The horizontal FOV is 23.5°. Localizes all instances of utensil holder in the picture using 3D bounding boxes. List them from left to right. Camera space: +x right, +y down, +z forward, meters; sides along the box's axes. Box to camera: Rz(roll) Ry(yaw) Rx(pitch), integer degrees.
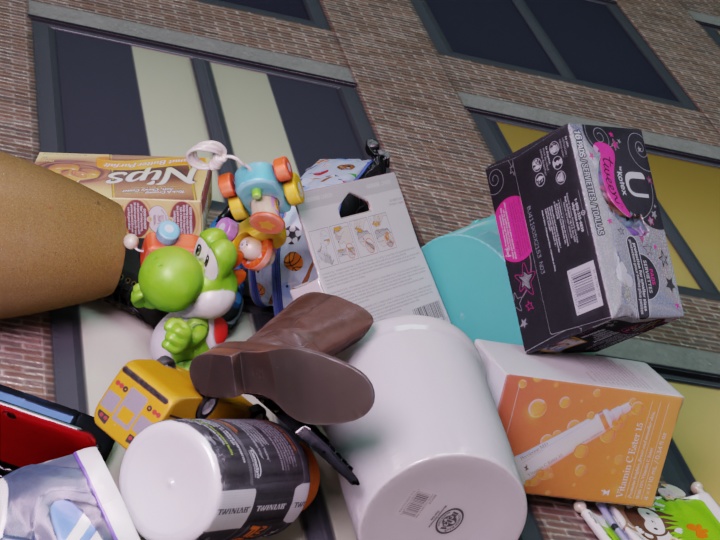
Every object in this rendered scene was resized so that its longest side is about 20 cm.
[{"bbox_3d":[0.057,0.168,1.601,0.169,0.171,0.201,9,31,-19],"label":"utensil holder"}]

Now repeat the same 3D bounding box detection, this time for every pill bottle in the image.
[{"bbox_3d":[-0.112,0.182,1.502,0.106,0.107,0.200,34,12,26],"label":"pill bottle"}]

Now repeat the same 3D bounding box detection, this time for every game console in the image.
[{"bbox_3d":[-0.314,0.114,1.509,0.198,0.119,0.173,19,27,-1],"label":"game console"}]

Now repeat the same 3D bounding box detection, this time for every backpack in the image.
[{"bbox_3d":[-0.042,-0.023,1.865,0.153,0.202,0.191,-4,17,11],"label":"backpack"}]

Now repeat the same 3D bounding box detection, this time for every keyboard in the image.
[{"bbox_3d":[-0.049,0.132,1.558,0.104,0.040,0.200,43,-6,-14],"label":"keyboard"}]

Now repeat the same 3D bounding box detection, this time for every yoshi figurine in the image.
[{"bbox_3d":[-0.180,0.049,1.626,0.112,0.201,0.112,26,29,10],"label":"yoshi figurine"}]

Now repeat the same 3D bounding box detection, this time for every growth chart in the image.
[{"bbox_3d":[0.310,0.263,1.755,0.199,0.018,0.145,-1,33,-36],"label":"growth chart"}]

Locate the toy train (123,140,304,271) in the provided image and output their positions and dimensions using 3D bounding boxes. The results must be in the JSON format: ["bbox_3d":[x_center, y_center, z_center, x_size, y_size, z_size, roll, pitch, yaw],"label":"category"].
[{"bbox_3d":[-0.135,-0.039,1.642,0.149,0.200,0.056,6,56,-22],"label":"toy train"}]

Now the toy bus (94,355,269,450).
[{"bbox_3d":[-0.157,0.132,1.569,0.065,0.079,0.200,33,1,23],"label":"toy bus"}]

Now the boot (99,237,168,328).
[{"bbox_3d":[-0.250,0.025,1.779,0.137,0.078,0.200,3,20,-18],"label":"boot"}]

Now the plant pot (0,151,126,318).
[{"bbox_3d":[-0.336,-0.029,1.684,0.198,0.188,0.187,7,29,-24],"label":"plant pot"}]

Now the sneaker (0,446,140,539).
[{"bbox_3d":[-0.241,0.251,1.378,0.145,0.081,0.201,-23,70,-12],"label":"sneaker"}]

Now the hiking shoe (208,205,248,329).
[{"bbox_3d":[-0.153,-0.011,1.875,0.074,0.087,0.200,15,27,-7],"label":"hiking shoe"}]

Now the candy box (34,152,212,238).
[{"bbox_3d":[-0.268,-0.082,1.916,0.198,0.056,0.116,3,28,0],"label":"candy box"}]

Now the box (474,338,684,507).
[{"bbox_3d":[0.206,0.154,1.744,0.198,0.125,0.098,8,16,-18],"label":"box"}]

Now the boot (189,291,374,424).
[{"bbox_3d":[-0.027,0.070,1.539,0.185,0.065,0.200,10,18,28],"label":"boot"}]

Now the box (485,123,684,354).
[{"bbox_3d":[0.226,-0.030,1.736,0.114,0.132,0.202,0,72,-40],"label":"box"}]

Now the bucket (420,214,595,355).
[{"bbox_3d":[0.148,0.040,1.862,0.207,0.208,0.134,38,31,32],"label":"bucket"}]

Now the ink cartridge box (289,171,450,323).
[{"bbox_3d":[0.000,0.000,1.753,0.199,0.044,0.178,-16,84,-57],"label":"ink cartridge box"}]
